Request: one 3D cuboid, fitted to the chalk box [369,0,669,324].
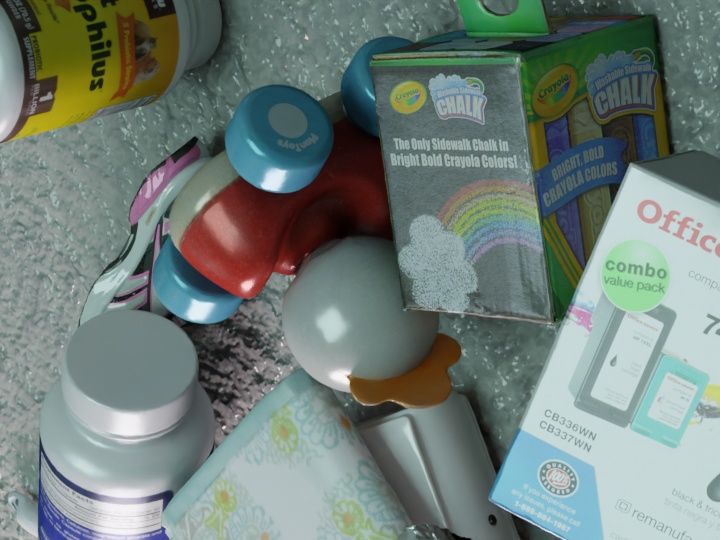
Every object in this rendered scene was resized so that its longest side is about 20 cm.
[{"bbox_3d":[0.094,-0.083,1.644,0.124,0.124,0.201,5,106,45],"label":"chalk box"}]

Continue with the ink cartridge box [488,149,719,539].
[{"bbox_3d":[0.188,0.055,1.523,0.146,0.146,0.200,26,104,18],"label":"ink cartridge box"}]

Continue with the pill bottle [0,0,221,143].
[{"bbox_3d":[-0.187,-0.151,1.842,0.109,0.200,0.110,17,116,40],"label":"pill bottle"}]

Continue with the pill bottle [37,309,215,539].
[{"bbox_3d":[-0.160,0.125,1.936,0.120,0.120,0.200,41,145,27],"label":"pill bottle"}]

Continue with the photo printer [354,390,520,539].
[{"bbox_3d":[0.033,0.192,1.836,0.166,0.069,0.201,-21,89,47],"label":"photo printer"}]

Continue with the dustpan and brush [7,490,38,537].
[{"bbox_3d":[-0.205,0.228,2.107,0.200,0.057,0.140,34,124,24],"label":"dustpan and brush"}]

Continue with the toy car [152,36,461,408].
[{"bbox_3d":[0.000,0.000,1.728,0.200,0.177,0.184,53,143,15],"label":"toy car"}]

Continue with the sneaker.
[{"bbox_3d":[-0.126,0.011,1.931,0.086,0.080,0.200,39,134,16],"label":"sneaker"}]

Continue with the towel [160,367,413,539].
[{"bbox_3d":[-0.037,0.178,1.820,0.171,0.048,0.200,56,138,14],"label":"towel"}]

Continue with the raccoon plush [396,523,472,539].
[{"bbox_3d":[0.124,0.217,1.687,0.134,0.200,0.097,-3,69,45],"label":"raccoon plush"}]
